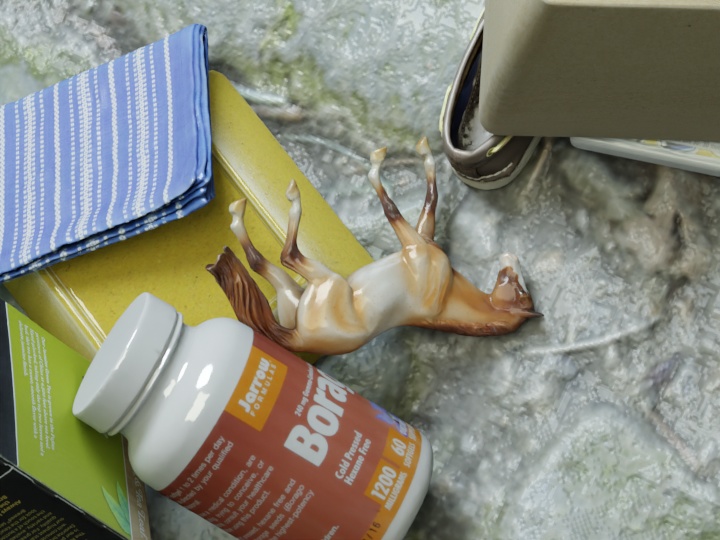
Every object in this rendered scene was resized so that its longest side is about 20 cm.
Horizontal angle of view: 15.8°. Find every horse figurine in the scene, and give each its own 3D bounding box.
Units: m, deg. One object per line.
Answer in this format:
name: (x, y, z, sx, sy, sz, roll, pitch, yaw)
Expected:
horse figurine: (0.000, 0.000, 1.592, 0.199, 0.050, 0.133, -19, 89, -21)

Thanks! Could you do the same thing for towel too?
towel: (-0.181, -0.071, 1.657, 0.199, 0.024, 0.145, -20, 51, 20)

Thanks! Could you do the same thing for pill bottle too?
pill bottle: (-0.065, 0.099, 1.544, 0.199, 0.112, 0.113, 32, 87, -13)

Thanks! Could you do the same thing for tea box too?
tea box: (-0.263, 0.125, 1.547, 0.199, 0.197, 0.134, -31, 44, 20)

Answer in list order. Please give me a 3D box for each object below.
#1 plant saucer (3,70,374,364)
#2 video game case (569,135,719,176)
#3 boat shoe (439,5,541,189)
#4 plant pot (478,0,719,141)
plant saucer: (-0.116, -0.001, 1.652, 0.200, 0.048, 0.200, -40, 73, 3)
video game case: (0.244, -0.145, 1.594, 0.199, 0.023, 0.183, 12, 81, 9)
boat shoe: (0.107, -0.149, 1.621, 0.072, 0.060, 0.201, 25, 86, 17)
plant pot: (0.170, -0.194, 1.506, 0.198, 0.177, 0.201, 2, 79, 4)
